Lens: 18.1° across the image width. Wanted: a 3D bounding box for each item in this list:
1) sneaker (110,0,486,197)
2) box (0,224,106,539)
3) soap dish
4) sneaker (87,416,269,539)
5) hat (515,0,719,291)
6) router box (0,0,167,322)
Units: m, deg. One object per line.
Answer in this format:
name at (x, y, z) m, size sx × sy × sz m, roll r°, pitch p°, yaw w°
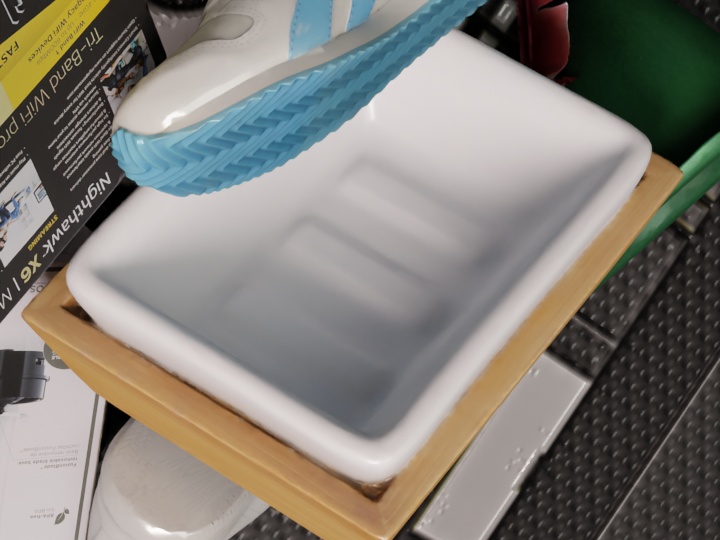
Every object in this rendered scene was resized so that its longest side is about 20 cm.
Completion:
sneaker at (-0.017, -0.100, 0.784) m, size 0.200 × 0.081 × 0.077 m, roll -40°, pitch 173°, yaw -27°
box at (-0.163, 0.079, 0.849) m, size 0.116 × 0.060 × 0.201 m, roll -3°, pitch 112°, yaw -32°
soap dish at (0.000, 0.000, 0.821) m, size 0.200 × 0.157 × 0.081 m, roll -48°, pitch 157°, yaw -32°
sneaker at (-0.043, 0.062, 0.909) m, size 0.200 × 0.075 × 0.089 m, roll -36°, pitch 164°, yaw -41°
hat at (0.081, -0.098, 0.944) m, size 0.165 × 0.176 × 0.200 m, roll -33°, pitch 169°, yaw -50°
router box at (-0.149, -0.044, 0.705) m, size 0.200 × 0.052 × 0.158 m, roll -52°, pitch 148°, yaw -26°
